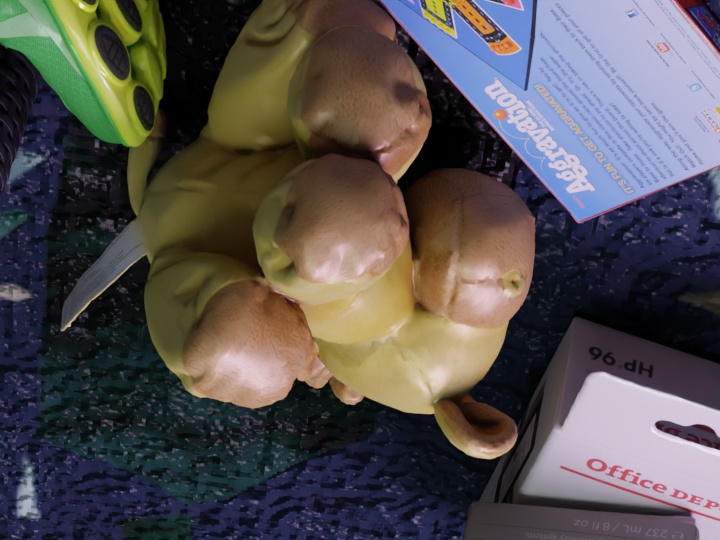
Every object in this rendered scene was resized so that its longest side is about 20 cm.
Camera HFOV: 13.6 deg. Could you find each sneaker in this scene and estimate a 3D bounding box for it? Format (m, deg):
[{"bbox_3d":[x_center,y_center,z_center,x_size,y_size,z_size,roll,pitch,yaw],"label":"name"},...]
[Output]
[{"bbox_3d":[-0.150,-0.125,1.155,0.083,0.074,0.200,-28,115,34],"label":"sneaker"}]

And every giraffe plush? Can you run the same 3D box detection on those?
[{"bbox_3d":[0.000,0.000,1.200,0.162,0.174,0.200,25,144,-27],"label":"giraffe plush"}]

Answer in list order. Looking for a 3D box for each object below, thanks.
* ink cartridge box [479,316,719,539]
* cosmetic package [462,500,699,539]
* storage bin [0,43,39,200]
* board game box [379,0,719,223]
[{"bbox_3d":[0.125,0.095,1.326,0.115,0.068,0.200,18,139,-5],"label":"ink cartridge box"},{"bbox_3d":[0.080,0.203,1.252,0.106,0.201,0.091,4,138,11],"label":"cosmetic package"},{"bbox_3d":[-0.248,-0.055,1.238,0.199,0.094,0.135,23,138,-11],"label":"storage bin"},{"bbox_3d":[0.071,-0.102,1.160,0.103,0.020,0.200,-22,128,31],"label":"board game box"}]
